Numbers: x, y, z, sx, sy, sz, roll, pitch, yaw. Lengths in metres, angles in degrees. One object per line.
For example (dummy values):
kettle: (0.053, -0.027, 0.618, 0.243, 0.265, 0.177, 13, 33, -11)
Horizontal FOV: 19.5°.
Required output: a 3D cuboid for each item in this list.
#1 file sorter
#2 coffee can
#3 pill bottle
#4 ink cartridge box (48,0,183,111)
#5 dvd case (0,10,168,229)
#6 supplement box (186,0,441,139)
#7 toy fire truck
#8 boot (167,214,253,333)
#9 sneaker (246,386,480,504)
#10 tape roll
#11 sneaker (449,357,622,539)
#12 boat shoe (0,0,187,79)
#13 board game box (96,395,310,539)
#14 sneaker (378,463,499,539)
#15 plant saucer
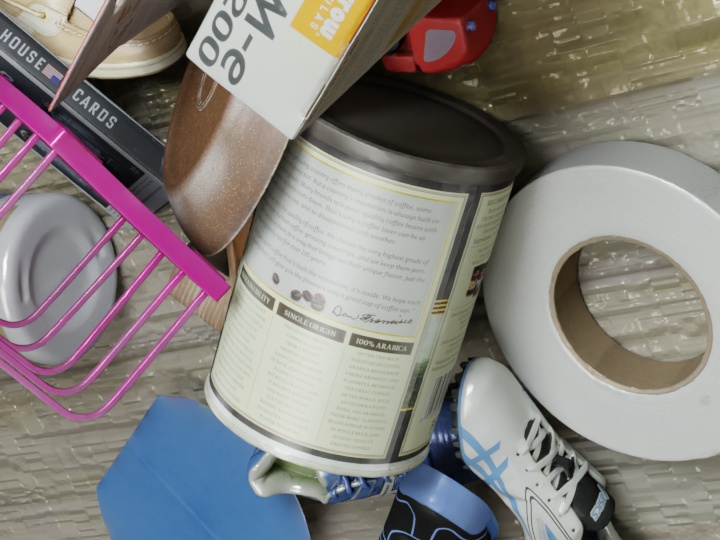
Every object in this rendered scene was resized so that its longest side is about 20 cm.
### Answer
file sorter: (-0.194, -0.014, 1.263, 0.139, 0.126, 0.200, 44, 176, -26)
coffee can: (0.000, 0.000, 1.248, 0.146, 0.146, 0.201, 25, 112, 20)
pill bottle: (-0.285, 0.005, 1.505, 0.199, 0.120, 0.120, 1, 119, 34)
ink cartridge box: (-0.113, -0.206, 1.210, 0.045, 0.176, 0.200, 40, 133, 3)
dvd case: (-0.206, -0.108, 1.373, 0.200, 0.025, 0.150, 39, 163, -9)
supplement box: (0.010, -0.171, 1.063, 0.073, 0.200, 0.126, 38, 132, 4)
toy fire truck: (0.061, -0.206, 1.177, 0.140, 0.049, 0.201, 5, 121, 31)
boot: (-0.028, -0.020, 1.353, 0.154, 0.074, 0.201, 29, 130, 7)
sneaker: (0.012, 0.126, 1.404, 0.199, 0.077, 0.076, -9, 111, 36)
tape roll: (0.168, 0.021, 1.255, 0.202, 0.037, 0.204, 17, 127, 25)
sneaker: (0.117, 0.127, 1.321, 0.072, 0.072, 0.201, -5, 131, 36)
boat shoe: (-0.201, -0.182, 1.358, 0.199, 0.074, 0.070, 20, 134, 24)
board game box: (-0.109, 0.175, 1.549, 0.158, 0.039, 0.200, 45, 130, 10)
sneaker: (0.042, 0.193, 1.371, 0.070, 0.078, 0.200, 29, 159, 15)
plant saucer: (-0.074, -0.109, 1.237, 0.036, 0.201, 0.201, 19, 136, -17)
